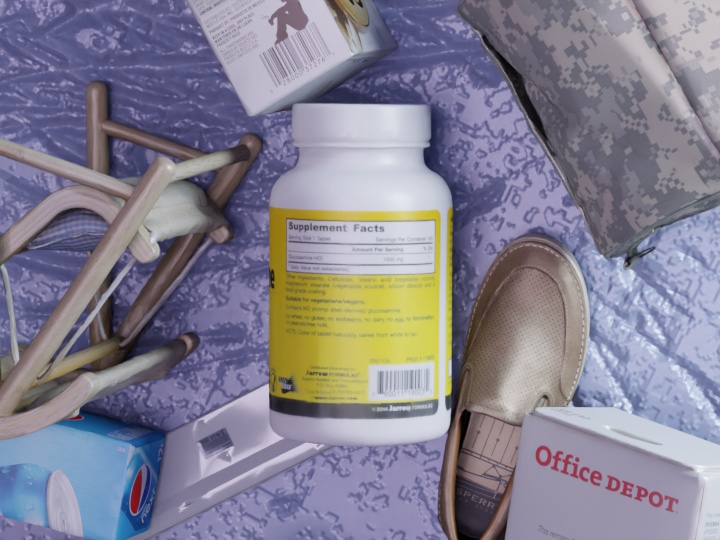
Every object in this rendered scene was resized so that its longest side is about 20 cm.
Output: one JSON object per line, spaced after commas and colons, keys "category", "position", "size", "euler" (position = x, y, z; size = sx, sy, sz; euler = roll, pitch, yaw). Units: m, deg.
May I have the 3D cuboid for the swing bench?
{"category": "swing bench", "position": [-0.168, 0.002, 1.533], "size": [0.129, 0.199, 0.202], "euler": [19, 101, 11]}

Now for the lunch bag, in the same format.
{"category": "lunch bag", "position": [0.166, -0.123, 1.463], "size": [0.167, 0.139, 0.201], "euler": [-30, 88, 15]}

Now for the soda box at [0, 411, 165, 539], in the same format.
{"category": "soda box", "position": [-0.231, 0.117, 1.628], "size": [0.198, 0.064, 0.068], "euler": [13, 97, 16]}

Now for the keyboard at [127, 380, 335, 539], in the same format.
{"category": "keyboard", "position": [-0.089, 0.118, 1.626], "size": [0.199, 0.011, 0.057], "euler": [-27, 84, 15]}

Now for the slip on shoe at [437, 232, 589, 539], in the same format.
{"category": "slip on shoe", "position": [0.088, 0.078, 1.547], "size": [0.076, 0.061, 0.202], "euler": [19, 101, 11]}

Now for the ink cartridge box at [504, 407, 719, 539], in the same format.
{"category": "ink cartridge box", "position": [0.159, 0.194, 1.502], "size": [0.145, 0.083, 0.202], "euler": [18, 103, 45]}

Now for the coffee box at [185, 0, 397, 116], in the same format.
{"category": "coffee box", "position": [-0.069, -0.200, 1.528], "size": [0.079, 0.113, 0.201], "euler": [-29, 88, 15]}

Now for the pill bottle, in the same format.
{"category": "pill bottle", "position": [0.000, 0.000, 1.533], "size": [0.111, 0.112, 0.202], "euler": [2, 94, 14]}
